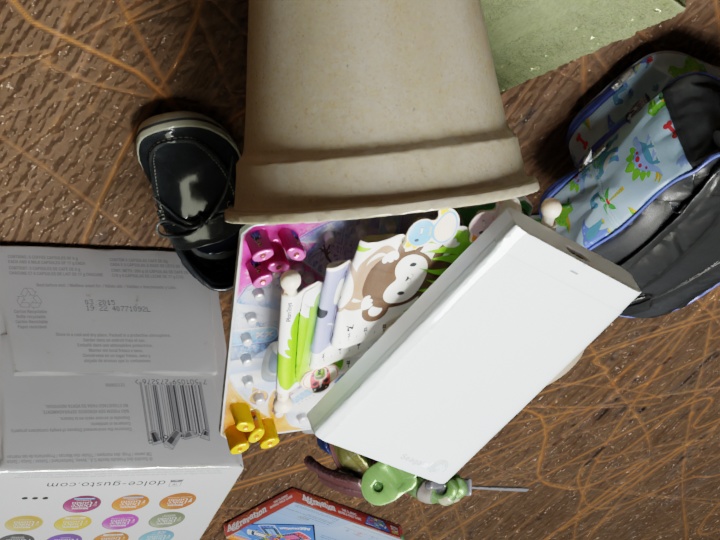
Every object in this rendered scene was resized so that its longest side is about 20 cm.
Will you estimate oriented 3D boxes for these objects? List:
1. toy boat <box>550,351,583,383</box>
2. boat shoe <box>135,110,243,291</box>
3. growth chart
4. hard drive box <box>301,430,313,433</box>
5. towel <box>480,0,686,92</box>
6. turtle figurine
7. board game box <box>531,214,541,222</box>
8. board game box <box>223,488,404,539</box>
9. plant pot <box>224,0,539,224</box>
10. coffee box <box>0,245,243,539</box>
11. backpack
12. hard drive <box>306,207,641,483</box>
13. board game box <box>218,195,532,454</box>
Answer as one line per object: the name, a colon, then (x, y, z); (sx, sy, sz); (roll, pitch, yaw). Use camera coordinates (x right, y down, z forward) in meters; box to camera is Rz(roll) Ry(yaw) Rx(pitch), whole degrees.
toy boat: (0.090, 0.018, 1.414); (0.198, 0.131, 0.132); (4, 116, 6)
boat shoe: (-0.121, -0.051, 1.324); (0.074, 0.063, 0.201); (-11, 148, 2)
growth chart: (0.034, 0.018, 1.130); (0.198, 0.018, 0.146); (-14, 137, -12)
hard drive box: (0.000, 0.000, 1.315); (0.076, 0.202, 0.156); (5, 146, -26)
towel: (0.119, -0.186, 1.200); (0.199, 0.037, 0.148); (-24, 149, 31)
turtle figurine: (0.043, 0.128, 1.489); (0.198, 0.146, 0.194); (1, 180, 8)
board game box: (0.126, 0.021, 1.555); (0.133, 0.034, 0.201); (-3, 148, -16)
board game box: (-0.050, 0.293, 1.945); (0.103, 0.020, 0.199); (-31, 144, 25)
plant pot: (0.004, -0.132, 1.085); (0.198, 0.185, 0.200); (-6, -174, 1)
coffee box: (-0.226, 0.118, 1.423); (0.198, 0.202, 0.198); (3, 147, -23)
backpack: (0.240, -0.061, 1.354); (0.182, 0.148, 0.200); (15, 136, -39)
hard drive: (0.075, 0.055, 1.153); (0.131, 0.026, 0.200); (24, 118, -40)
board game box: (0.010, 0.041, 1.173); (0.198, 0.026, 0.201); (-6, 134, -16)
